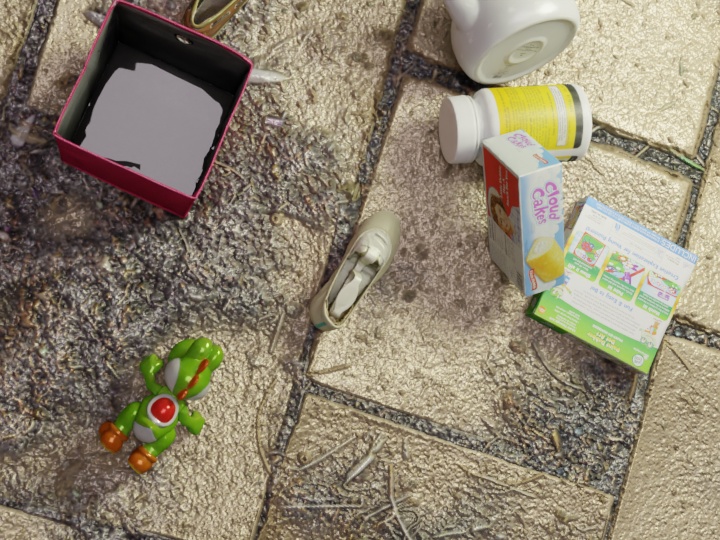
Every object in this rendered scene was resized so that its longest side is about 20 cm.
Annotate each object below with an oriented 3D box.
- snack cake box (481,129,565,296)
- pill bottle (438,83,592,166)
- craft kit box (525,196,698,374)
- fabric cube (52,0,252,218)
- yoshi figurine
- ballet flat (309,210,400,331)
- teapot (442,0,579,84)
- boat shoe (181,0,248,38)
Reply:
[{"bbox_3d":[0.227,-0.080,1.651,0.067,0.115,0.201,-18,126,-12],"label":"snack cake box"},{"bbox_3d":[0.221,-0.208,1.706,0.199,0.114,0.115,-5,87,-12],"label":"pill bottle"},{"bbox_3d":[0.374,0.023,1.756,0.200,0.049,0.198,28,78,-8],"label":"craft kit box"},{"bbox_3d":[-0.272,-0.206,1.565,0.196,0.199,0.201,24,82,-8],"label":"fabric cube"},{"bbox_3d":[-0.259,0.170,1.606,0.200,0.112,0.112,-49,55,3],"label":"yoshi figurine"},{"bbox_3d":[0.000,0.000,1.671,0.069,0.069,0.200,33,80,-7],"label":"ballet flat"},{"bbox_3d":[0.209,-0.371,1.693,0.197,0.200,0.146,-24,73,2],"label":"teapot"},{"bbox_3d":[-0.179,-0.406,1.664,0.072,0.068,0.200,30,80,-6],"label":"boat shoe"}]
